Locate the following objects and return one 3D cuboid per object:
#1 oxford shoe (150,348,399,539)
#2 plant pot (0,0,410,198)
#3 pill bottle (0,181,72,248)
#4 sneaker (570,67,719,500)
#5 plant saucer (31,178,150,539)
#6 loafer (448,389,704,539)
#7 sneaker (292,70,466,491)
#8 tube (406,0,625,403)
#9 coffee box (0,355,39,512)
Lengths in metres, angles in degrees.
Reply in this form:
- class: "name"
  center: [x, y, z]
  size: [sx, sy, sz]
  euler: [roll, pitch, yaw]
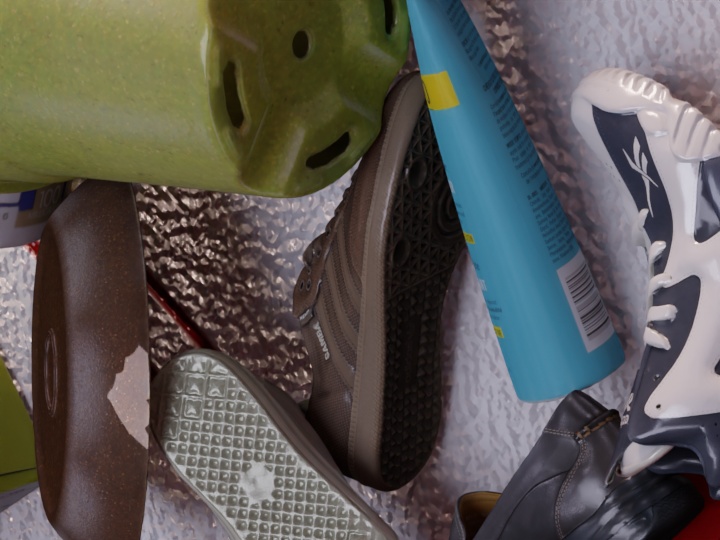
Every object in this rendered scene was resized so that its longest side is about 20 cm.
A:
- class: "oxford shoe"
  center: [-0.024, 0.120, 1.265]
  size: [0.075, 0.058, 0.200]
  euler: [-38, 76, 8]
- class: "plant pot"
  center: [-0.086, -0.114, 1.223]
  size: [0.184, 0.200, 0.201]
  euler: [16, 110, 39]
- class: "pill bottle"
  center: [-0.182, -0.124, 1.358]
  size: [0.119, 0.119, 0.201]
  euler: [29, 118, 30]
- class: "sneaker"
  center: [0.126, 0.021, 1.139]
  size: [0.130, 0.079, 0.199]
  euler: [-43, 80, 0]
- class: "plant saucer"
  center: [-0.131, 0.048, 1.336]
  size: [0.200, 0.036, 0.202]
  euler: [180, 90, -76]
- class: "loafer"
  center: [0.069, 0.127, 1.242]
  size: [0.072, 0.073, 0.200]
  euler: [54, 128, 14]
- class: "sneaker"
  center: [0.000, 0.000, 1.272]
  size: [0.075, 0.070, 0.201]
  euler: [22, 113, 35]
- class: "tube"
  center: [0.057, -0.044, 1.202]
  size: [0.050, 0.077, 0.201]
  euler: [-20, 100, 5]
- class: "coffee box"
  center: [-0.321, 0.080, 1.466]
  size: [0.198, 0.200, 0.200]
  euler: [-34, 80, 39]
